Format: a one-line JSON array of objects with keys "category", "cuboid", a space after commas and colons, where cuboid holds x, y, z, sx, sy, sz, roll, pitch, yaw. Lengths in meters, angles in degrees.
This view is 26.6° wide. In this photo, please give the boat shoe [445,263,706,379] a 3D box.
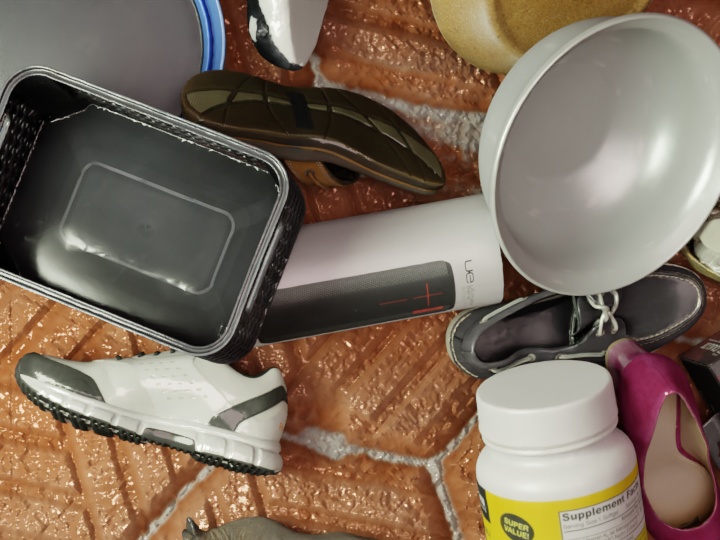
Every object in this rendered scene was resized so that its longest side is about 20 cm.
[{"category": "boat shoe", "cuboid": [0.163, 0.040, 1.103, 0.198, 0.063, 0.073, -11, 93, -5]}]

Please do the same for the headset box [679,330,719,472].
[{"category": "headset box", "cuboid": [0.344, 0.088, 1.115, 0.199, 0.077, 0.150, -31, 94, -2]}]

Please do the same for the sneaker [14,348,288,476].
[{"category": "sneaker", "cuboid": [-0.145, 0.086, 1.082, 0.198, 0.074, 0.081, 16, 76, -10]}]

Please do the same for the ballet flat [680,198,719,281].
[{"category": "ballet flat", "cuboid": [0.299, -0.002, 1.054, 0.070, 0.199, 0.071, -20, 123, -36]}]

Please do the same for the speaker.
[{"category": "speaker", "cuboid": [0.000, 0.000, 1.079, 0.198, 0.081, 0.082, -10, 93, -5]}]

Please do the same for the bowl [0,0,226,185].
[{"category": "bowl", "cuboid": [-0.194, -0.159, 1.074, 0.198, 0.039, 0.203, 0, 92, -5]}]

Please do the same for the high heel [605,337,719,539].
[{"category": "high heel", "cuboid": [0.230, 0.146, 1.083, 0.067, 0.096, 0.202, -19, 109, -5]}]

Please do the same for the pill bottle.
[{"category": "pill bottle", "cuboid": [0.142, 0.173, 1.064, 0.113, 0.114, 0.202, -12, 105, -5]}]

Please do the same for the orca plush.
[{"category": "orca plush", "cuboid": [-0.067, -0.244, 1.066, 0.070, 0.105, 0.202, 5, 109, 29]}]

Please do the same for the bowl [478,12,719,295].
[{"category": "bowl", "cuboid": [0.156, -0.092, 1.053, 0.199, 0.090, 0.203, -12, 120, -21]}]

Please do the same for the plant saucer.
[{"category": "plant saucer", "cuboid": [0.144, -0.212, 1.044, 0.198, 0.036, 0.201, -16, 134, -17]}]

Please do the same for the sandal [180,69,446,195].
[{"category": "sandal", "cuboid": [-0.035, -0.087, 1.073, 0.198, 0.082, 0.055, 8, 132, -23]}]

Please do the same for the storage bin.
[{"category": "storage bin", "cuboid": [-0.149, -0.034, 0.994, 0.198, 0.094, 0.136, 21, 86, 6]}]

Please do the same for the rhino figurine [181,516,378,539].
[{"category": "rhino figurine", "cuboid": [-0.064, 0.222, 1.090, 0.198, 0.060, 0.088, 11, 72, -5]}]
